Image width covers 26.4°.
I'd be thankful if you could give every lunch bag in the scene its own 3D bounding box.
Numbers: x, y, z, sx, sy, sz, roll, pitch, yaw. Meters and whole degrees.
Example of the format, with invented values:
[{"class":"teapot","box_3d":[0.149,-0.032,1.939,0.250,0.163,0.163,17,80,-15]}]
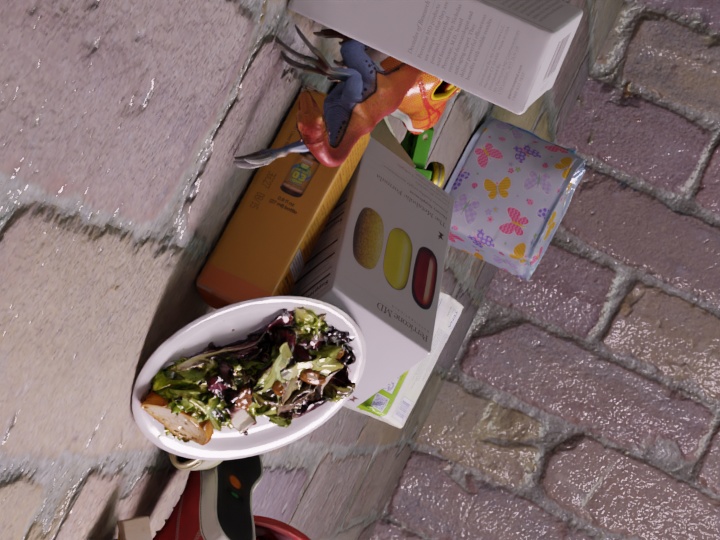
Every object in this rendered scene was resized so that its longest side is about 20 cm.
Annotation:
[{"class":"lunch bag","box_3d":[0.221,-0.112,2.271,0.200,0.169,0.127,-63,168,-14]}]

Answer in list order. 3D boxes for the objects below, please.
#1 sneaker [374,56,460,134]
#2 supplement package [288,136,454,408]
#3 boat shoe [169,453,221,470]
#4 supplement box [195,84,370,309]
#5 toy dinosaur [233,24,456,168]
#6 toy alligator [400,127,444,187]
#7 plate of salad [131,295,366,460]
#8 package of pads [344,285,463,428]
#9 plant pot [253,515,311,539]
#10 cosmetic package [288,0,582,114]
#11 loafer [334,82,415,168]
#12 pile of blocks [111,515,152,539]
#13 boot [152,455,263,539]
[{"class":"sneaker","box_3d":[0.067,-0.174,1.463,0.200,0.077,0.073,-26,99,-79]},{"class":"supplement package","box_3d":[0.000,0.000,1.363,0.109,0.114,0.200,-39,-153,38]},{"class":"boat shoe","box_3d":[-0.110,0.090,1.382,0.201,0.073,0.063,-57,174,0]},{"class":"supplement box","box_3d":[-0.062,-0.052,1.299,0.200,0.066,0.069,-62,169,-11]},{"class":"toy dinosaur","box_3d":[-0.004,-0.139,1.192,0.182,0.199,0.105,-104,-170,-54]},{"class":"toy alligator","box_3d":[0.052,-0.110,1.593,0.054,0.059,0.201,-165,-94,-71]},{"class":"plate of salad","box_3d":[-0.087,0.098,1.260,0.048,0.199,0.200,-114,-151,-42]},{"class":"package of pads","box_3d":[0.010,0.072,1.654,0.200,0.068,0.155,15,-105,57]},{"class":"plant pot","box_3d":[-0.129,0.374,1.621,0.183,0.200,0.201,-64,174,-60]},{"class":"cosmetic package","box_3d":[0.058,-0.200,1.175,0.101,0.200,0.071,-41,155,-62]},{"class":"loafer","box_3d":[0.015,-0.104,1.456,0.200,0.068,0.076,78,31,-43]},{"class":"pile of blocks","box_3d":[-0.224,0.291,1.357,0.062,0.082,0.200,-8,125,-24]},{"class":"boot","box_3d":[-0.166,0.230,1.463,0.144,0.072,0.200,-39,-156,22]}]
